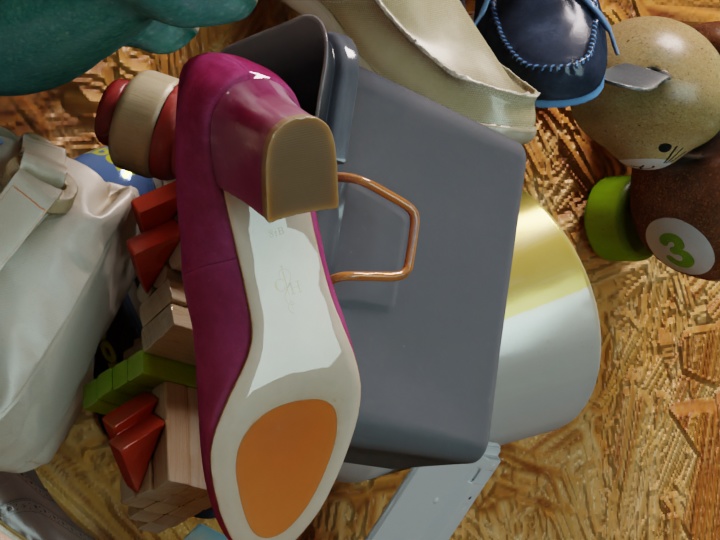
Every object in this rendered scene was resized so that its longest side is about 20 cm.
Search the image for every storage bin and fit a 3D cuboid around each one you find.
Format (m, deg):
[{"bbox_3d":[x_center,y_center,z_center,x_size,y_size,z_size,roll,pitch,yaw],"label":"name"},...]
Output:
[{"bbox_3d":[0.000,0.000,0.959,0.134,0.146,0.200,16,75,-30],"label":"storage bin"}]

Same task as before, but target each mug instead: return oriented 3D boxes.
[{"bbox_3d":[0.013,0.023,1.102,0.153,0.149,0.187,-21,83,-34],"label":"mug"}]

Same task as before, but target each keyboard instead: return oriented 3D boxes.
[{"bbox_3d":[0.005,0.169,1.097,0.056,0.011,0.200,16,113,-43],"label":"keyboard"}]

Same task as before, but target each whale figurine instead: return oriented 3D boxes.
[{"bbox_3d":[-0.134,-0.123,0.896,0.159,0.200,0.104,32,80,-43],"label":"whale figurine"}]

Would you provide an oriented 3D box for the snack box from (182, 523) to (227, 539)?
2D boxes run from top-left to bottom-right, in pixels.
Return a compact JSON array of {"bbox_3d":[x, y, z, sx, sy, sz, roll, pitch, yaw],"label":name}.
[{"bbox_3d":[-0.083,0.235,1.026,0.116,0.037,0.200,-45,139,-35],"label":"snack box"}]

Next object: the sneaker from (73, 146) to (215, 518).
[{"bbox_3d":[-0.094,0.028,1.028,0.082,0.074,0.200,-34,115,-41],"label":"sneaker"}]

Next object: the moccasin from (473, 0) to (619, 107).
[{"bbox_3d":[0.091,-0.163,1.154,0.080,0.200,0.068,-5,127,-5],"label":"moccasin"}]

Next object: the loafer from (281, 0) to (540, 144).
[{"bbox_3d":[0.017,-0.135,1.051,0.076,0.200,0.068,-9,135,-57],"label":"loafer"}]

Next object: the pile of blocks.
[{"bbox_3d":[-0.083,0.010,0.889,0.062,0.082,0.200,18,79,-37],"label":"pile of blocks"}]

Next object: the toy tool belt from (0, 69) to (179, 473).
[{"bbox_3d":[-0.161,-0.018,0.898,0.125,0.123,0.200,88,24,-62],"label":"toy tool belt"}]

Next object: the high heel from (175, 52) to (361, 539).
[{"bbox_3d":[-0.050,0.014,0.846,0.067,0.096,0.200,-14,118,-24],"label":"high heel"}]

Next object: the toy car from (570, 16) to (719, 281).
[{"bbox_3d":[0.172,-0.083,1.217,0.200,0.164,0.158,13,81,-47],"label":"toy car"}]

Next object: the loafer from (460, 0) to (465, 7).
[{"bbox_3d":[0.017,-0.190,1.121,0.072,0.063,0.200,-31,103,-44],"label":"loafer"}]

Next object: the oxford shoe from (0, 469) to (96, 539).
[{"bbox_3d":[-0.168,0.096,0.958,0.200,0.071,0.073,41,58,-37],"label":"oxford shoe"}]

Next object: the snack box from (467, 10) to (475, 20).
[{"bbox_3d":[0.010,-0.089,1.160,0.200,0.024,0.072,-24,107,-42],"label":"snack box"}]
